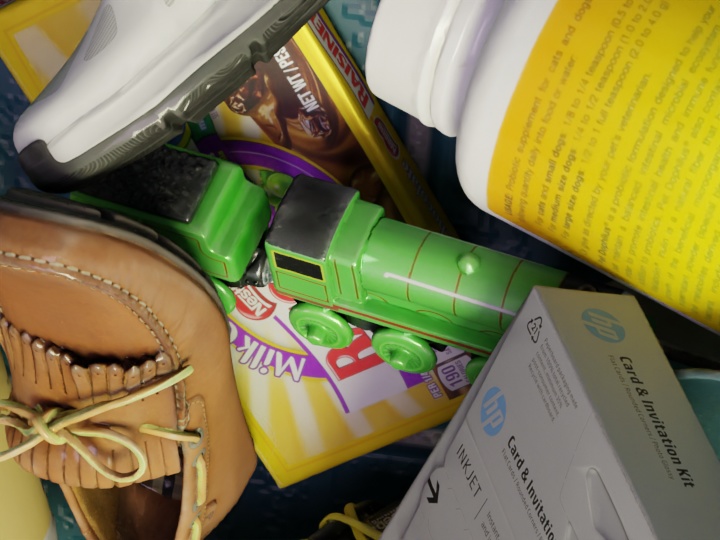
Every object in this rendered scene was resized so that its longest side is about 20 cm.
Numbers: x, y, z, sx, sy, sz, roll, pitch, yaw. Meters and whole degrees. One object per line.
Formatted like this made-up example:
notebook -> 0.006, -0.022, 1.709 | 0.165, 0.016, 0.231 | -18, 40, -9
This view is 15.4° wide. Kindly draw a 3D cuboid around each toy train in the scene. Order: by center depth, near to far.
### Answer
toy train -> 0.000, 0.000, 0.836 | 0.199, 0.042, 0.056 | 16, 150, 16

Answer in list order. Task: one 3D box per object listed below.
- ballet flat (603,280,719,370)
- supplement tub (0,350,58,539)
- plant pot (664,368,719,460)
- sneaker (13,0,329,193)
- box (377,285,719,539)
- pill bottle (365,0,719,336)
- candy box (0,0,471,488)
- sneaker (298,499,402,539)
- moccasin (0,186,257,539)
ballet flat -> 0.164, 0.030, 0.875 | 0.199, 0.070, 0.070 | 23, 119, -4
supplement tub -> -0.184, 0.064, 0.888 | 0.145, 0.146, 0.201 | -9, 111, 14
plant pot -> 0.144, 0.134, 0.780 | 0.134, 0.200, 0.201 | 7, 124, -28
sneaker -> -0.051, -0.122, 0.803 | 0.200, 0.076, 0.115 | -43, 91, 0
box -> 0.047, 0.129, 0.777 | 0.041, 0.156, 0.200 | 5, 131, -28
pill bottle -> 0.105, -0.044, 0.796 | 0.199, 0.109, 0.110 | 28, 121, 15
candy box -> -0.033, -0.025, 0.893 | 0.102, 0.026, 0.200 | -23, 112, 24
sneaker -> -0.016, 0.117, 0.918 | 0.199, 0.074, 0.085 | 2, 109, -33
moccasin -> -0.083, 0.041, 0.842 | 0.073, 0.078, 0.202 | 18, 155, 12
